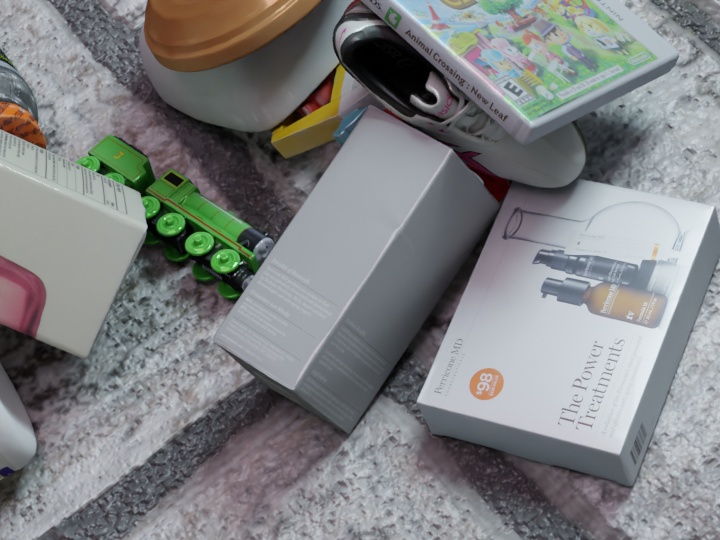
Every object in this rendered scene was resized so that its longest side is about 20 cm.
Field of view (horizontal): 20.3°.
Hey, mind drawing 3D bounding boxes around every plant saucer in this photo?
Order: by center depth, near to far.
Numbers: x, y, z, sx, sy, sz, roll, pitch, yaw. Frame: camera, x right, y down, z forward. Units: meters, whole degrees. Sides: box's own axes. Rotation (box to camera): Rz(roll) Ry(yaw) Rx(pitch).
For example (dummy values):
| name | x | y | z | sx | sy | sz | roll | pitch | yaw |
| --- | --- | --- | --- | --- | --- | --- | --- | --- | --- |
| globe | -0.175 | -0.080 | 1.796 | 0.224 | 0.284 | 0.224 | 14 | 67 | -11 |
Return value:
| name | x | y | z | sx | sy | sz | roll | pitch | yaw |
| --- | --- | --- | --- | --- | --- | --- | --- | --- | --- |
| plant saucer | -0.083 | -0.231 | 1.479 | 0.199 | 0.037 | 0.201 | -25 | 37 | 20 |

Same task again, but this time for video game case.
| name | x | y | z | sx | sy | sz | roll | pitch | yaw |
| --- | --- | --- | --- | --- | --- | --- | --- | --- | --- |
| video game case | 0.105 | -0.177 | 1.388 | 0.182 | 0.022 | 0.200 | 43 | 40 | 17 |

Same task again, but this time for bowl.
| name | x | y | z | sx | sy | sz | roll | pitch | yaw |
| --- | --- | --- | --- | --- | --- | --- | --- | --- | --- |
| bowl | -0.078 | -0.212 | 1.551 | 0.200 | 0.075 | 0.200 | -49 | 34 | -13 |

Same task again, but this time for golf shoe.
| name | x | y | z | sx | sy | sz | roll | pitch | yaw |
| --- | --- | --- | --- | --- | --- | --- | --- | --- | --- |
| golf shoe | 0.065 | -0.111 | 1.374 | 0.199 | 0.073 | 0.092 | 31 | 24 | -5 |

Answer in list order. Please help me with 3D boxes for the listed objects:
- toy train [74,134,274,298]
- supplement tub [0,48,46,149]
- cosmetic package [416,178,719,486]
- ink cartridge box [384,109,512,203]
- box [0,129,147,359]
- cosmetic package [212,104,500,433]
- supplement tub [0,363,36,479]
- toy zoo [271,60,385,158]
| name | x | y | z | sx | sy | sz | roll | pitch | yaw |
| --- | --- | --- | --- | --- | --- | --- | --- | --- | --- |
| toy train | -0.142 | -0.044 | 1.527 | 0.200 | 0.042 | 0.056 | 32 | 62 | 32 |
| supplement tub | -0.336 | -0.142 | 1.600 | 0.122 | 0.123 | 0.200 | -36 | 54 | -7 |
| cosmetic package | 0.146 | 0.034 | 1.377 | 0.150 | 0.052 | 0.201 | 11 | 62 | 27 |
| ink cartridge box | 0.093 | -0.142 | 1.495 | 0.116 | 0.067 | 0.200 | 25 | 69 | 30 |
| box | -0.265 | -0.036 | 1.434 | 0.109 | 0.199 | 0.128 | -63 | 14 | 9 |
| cosmetic package | 0.000 | 0.000 | 1.390 | 0.090 | 0.107 | 0.201 | 28 | 80 | 31 |
| supplement tub | -0.347 | 0.120 | 1.422 | 0.199 | 0.146 | 0.146 | -30 | 54 | -3 |
| toy zoo | -0.003 | -0.159 | 1.503 | 0.131 | 0.020 | 0.201 | -27 | 33 | 28 |
